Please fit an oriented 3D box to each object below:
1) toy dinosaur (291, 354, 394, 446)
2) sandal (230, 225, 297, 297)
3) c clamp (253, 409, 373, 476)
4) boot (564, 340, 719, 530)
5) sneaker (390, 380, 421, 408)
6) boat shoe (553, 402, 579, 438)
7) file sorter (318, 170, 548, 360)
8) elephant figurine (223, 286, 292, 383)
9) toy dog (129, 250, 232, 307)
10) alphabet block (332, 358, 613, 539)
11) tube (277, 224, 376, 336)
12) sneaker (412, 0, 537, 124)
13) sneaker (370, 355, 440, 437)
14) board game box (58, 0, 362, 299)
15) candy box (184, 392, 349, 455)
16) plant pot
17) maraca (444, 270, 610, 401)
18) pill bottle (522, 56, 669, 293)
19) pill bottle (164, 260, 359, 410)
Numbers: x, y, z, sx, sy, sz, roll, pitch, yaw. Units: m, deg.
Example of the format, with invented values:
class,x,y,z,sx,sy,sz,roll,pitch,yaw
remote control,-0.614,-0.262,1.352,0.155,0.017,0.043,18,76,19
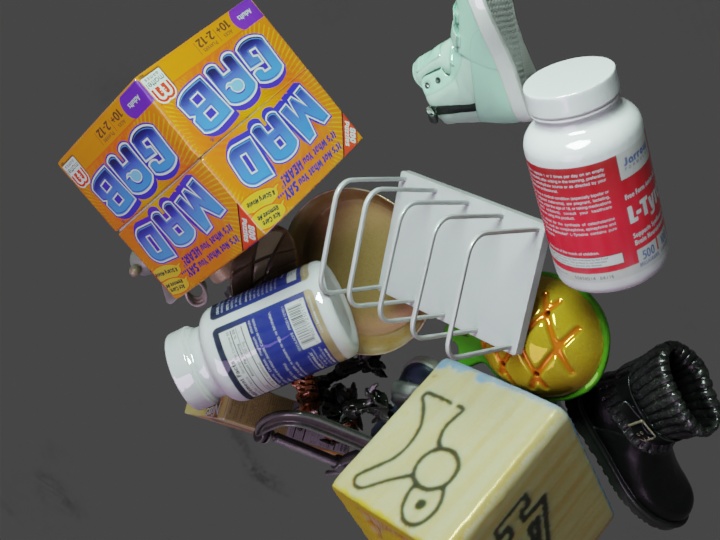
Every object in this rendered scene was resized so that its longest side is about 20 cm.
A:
class,x,y,z,sx,sy,sz,roll,pitch,yaw
toy dinosaur,-0.032,0.163,1.353,0.135,0.200,0.103,-17,75,8
sandal,-0.113,0.041,1.309,0.079,0.054,0.202,-1,110,-3
c clamp,-0.056,0.222,1.375,0.199,0.027,0.170,31,146,-34
boot,0.333,0.184,1.182,0.212,0.079,0.157,51,138,-9
sneaker,0.094,0.219,1.315,0.075,0.116,0.200,3,152,49
boat shoe,0.203,0.178,1.281,0.072,0.071,0.201,0,124,37
file sorter,0.068,-0.009,1.121,0.199,0.124,0.140,25,110,40
elephant figurine,-0.141,0.094,1.442,0.199,0.140,0.157,-7,91,58
toy dog,-0.246,-0.008,1.448,0.132,0.096,0.200,46,138,-4
alphabet block,0.124,0.249,1.186,0.195,0.200,0.197,20,149,50
tube,-0.055,0.006,1.356,0.199,0.052,0.058,35,101,12
sneaker,0.087,-0.222,1.029,0.117,0.074,0.202,-4,124,32
sneaker,0.058,0.193,1.394,0.075,0.085,0.201,30,137,13
board game box,-0.164,-0.132,1.204,0.200,0.200,0.199,50,138,-9
candy box,-0.119,0.195,1.461,0.199,0.056,0.115,22,167,-32
plant pot,0.000,0.000,1.281,0.198,0.027,0.202,8,108,26
maraca,0.177,0.066,1.180,0.199,0.107,0.139,14,99,36
pill bottle,0.215,-0.089,1.018,0.111,0.112,0.201,2,125,36
pill bottle,-0.111,0.077,1.231,0.199,0.116,0.116,-23,113,9
